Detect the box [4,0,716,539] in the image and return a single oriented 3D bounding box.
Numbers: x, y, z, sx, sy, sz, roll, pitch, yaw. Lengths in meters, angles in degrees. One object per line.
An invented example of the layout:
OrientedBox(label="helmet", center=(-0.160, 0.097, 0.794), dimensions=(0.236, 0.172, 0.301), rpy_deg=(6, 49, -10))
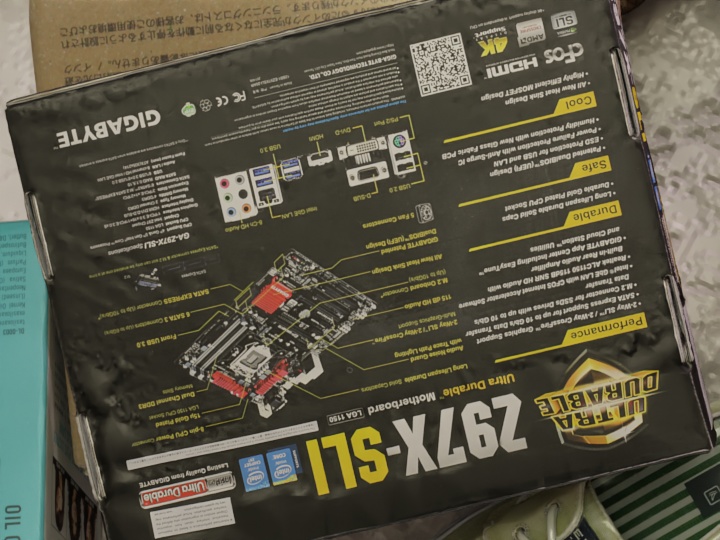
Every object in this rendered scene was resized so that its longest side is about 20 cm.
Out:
OrientedBox(label="box", center=(0.000, 0.000, 0.927), dimensions=(0.199, 0.049, 0.161), rpy_deg=(-14, 93, 6))

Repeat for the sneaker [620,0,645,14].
OrientedBox(label="sneaker", center=(0.065, -0.102, 1.048), dimensions=(0.198, 0.070, 0.076), rpy_deg=(-11, 88, 7))

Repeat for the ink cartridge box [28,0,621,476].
OrientedBox(label="ink cartridge box", center=(-0.003, -0.024, 0.987), dimensions=(0.198, 0.075, 0.166), rpy_deg=(-5, 93, 5))

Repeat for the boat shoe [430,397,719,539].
OrientedBox(label="boat shoe", center=(0.077, 0.090, 0.968), dimensions=(0.199, 0.062, 0.072), rpy_deg=(-33, 69, -3))

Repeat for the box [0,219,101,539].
OrientedBox(label="box", center=(-0.121, 0.091, 0.986), dimensions=(0.049, 0.082, 0.201), rpy_deg=(-4, 69, 8))
